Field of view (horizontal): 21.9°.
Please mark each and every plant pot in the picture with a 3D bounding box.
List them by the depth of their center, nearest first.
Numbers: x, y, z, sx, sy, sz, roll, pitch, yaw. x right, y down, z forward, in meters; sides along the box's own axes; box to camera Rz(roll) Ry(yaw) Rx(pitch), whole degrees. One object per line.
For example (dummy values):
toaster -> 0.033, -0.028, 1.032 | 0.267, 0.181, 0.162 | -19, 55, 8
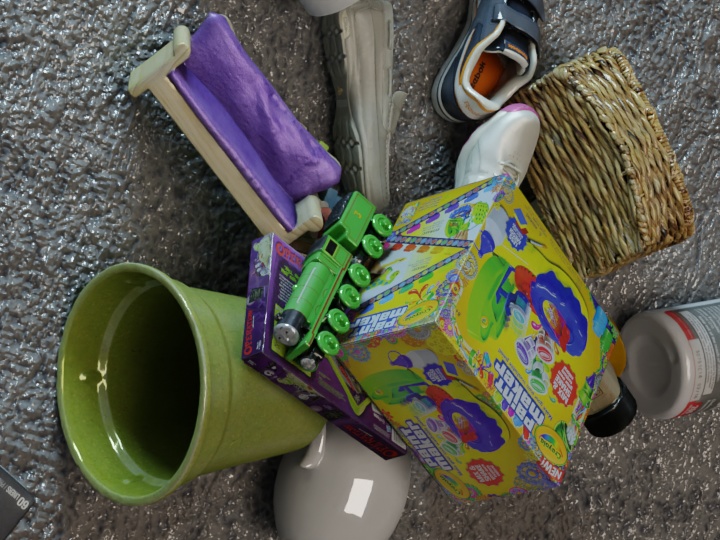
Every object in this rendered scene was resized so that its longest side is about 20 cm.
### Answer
plant pot -> -0.129, 0.096, 1.593 | 0.184, 0.200, 0.202 | 2, 96, -45

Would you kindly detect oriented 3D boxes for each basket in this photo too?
basket -> 0.255, -0.113, 1.790 | 0.148, 0.143, 0.201 | -20, 83, -37

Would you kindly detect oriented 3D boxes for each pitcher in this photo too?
pitcher -> -0.018, 0.157, 1.694 | 0.171, 0.121, 0.201 | 34, 72, -52

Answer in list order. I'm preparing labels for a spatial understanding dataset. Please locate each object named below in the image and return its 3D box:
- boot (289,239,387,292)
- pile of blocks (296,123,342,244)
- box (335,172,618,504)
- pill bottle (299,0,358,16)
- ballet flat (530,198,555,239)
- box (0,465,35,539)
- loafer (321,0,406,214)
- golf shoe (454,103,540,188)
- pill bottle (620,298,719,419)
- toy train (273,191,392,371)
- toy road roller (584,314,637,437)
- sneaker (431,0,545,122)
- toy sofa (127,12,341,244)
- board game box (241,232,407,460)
boot -> 0.000, 0.000, 1.669 | 0.199, 0.073, 0.076 | 24, 73, -42
pile of blocks -> -0.036, -0.061, 1.693 | 0.082, 0.062, 0.201 | -37, 116, -23
box -> 0.104, 0.061, 1.622 | 0.200, 0.122, 0.193 | 52, 44, -25
pill bottle -> -0.057, -0.329, 1.608 | 0.114, 0.114, 0.200 | -45, 119, -20
ballet flat -> 0.174, -0.025, 1.836 | 0.200, 0.069, 0.070 | -33, 114, -26
box -> -0.378, 0.214, 1.479 | 0.122, 0.106, 0.200 | 46, 72, -29
loafer -> 0.012, -0.150, 1.707 | 0.069, 0.070, 0.201 | -9, 102, -24
golf shoe -> 0.120, -0.060, 1.751 | 0.075, 0.092, 0.201 | 21, 104, -39
pill bottle -> 0.378, 0.087, 1.959 | 0.199, 0.114, 0.115 | -8, 101, -32
toy train -> -0.024, 0.006, 1.558 | 0.056, 0.042, 0.200 | 41, 40, -14
toy road roller -> 0.168, 0.107, 1.838 | 0.199, 0.146, 0.123 | -30, 119, 15
sneaker -> 0.141, -0.233, 1.775 | 0.078, 0.079, 0.201 | 25, 82, -30
toy sofa -> -0.103, -0.117, 1.589 | 0.097, 0.083, 0.200 | -35, 107, 8
board game box -> -0.025, 0.067, 1.582 | 0.200, 0.032, 0.121 | 39, 46, -40
